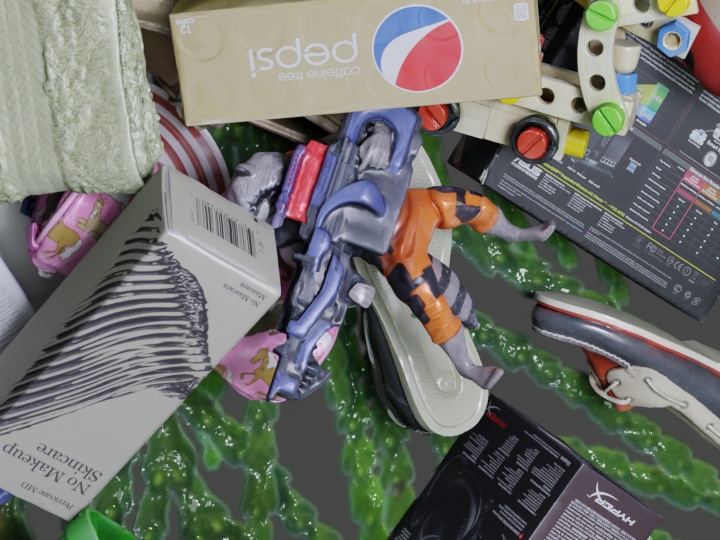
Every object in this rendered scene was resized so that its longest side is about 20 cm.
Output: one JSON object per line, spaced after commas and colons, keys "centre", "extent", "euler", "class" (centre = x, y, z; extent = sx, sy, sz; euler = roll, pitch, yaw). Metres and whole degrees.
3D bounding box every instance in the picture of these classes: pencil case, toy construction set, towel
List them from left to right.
{"centre": [-0.191, -0.133, 1.159], "extent": [0.148, 0.036, 0.201], "euler": [-6, 101, 10], "class": "towel"}
{"centre": [-0.103, 0.001, 1.259], "extent": [0.200, 0.083, 0.086], "euler": [33, 127, -25], "class": "pencil case"}
{"centre": [0.096, -0.138, 1.264], "extent": [0.092, 0.200, 0.131], "euler": [-25, 133, -56], "class": "toy construction set"}

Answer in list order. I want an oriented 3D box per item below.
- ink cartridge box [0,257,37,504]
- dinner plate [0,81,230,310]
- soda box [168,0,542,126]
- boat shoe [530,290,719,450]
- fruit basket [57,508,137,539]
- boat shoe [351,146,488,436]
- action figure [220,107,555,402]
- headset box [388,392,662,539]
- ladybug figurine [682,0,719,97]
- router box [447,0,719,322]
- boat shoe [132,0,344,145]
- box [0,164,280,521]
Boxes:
{"centre": [-0.246, 0.044, 1.241], "extent": [0.119, 0.042, 0.200], "euler": [-34, 111, -9], "class": "ink cartridge box"}
{"centre": [-0.172, -0.025, 1.283], "extent": [0.200, 0.024, 0.201], "euler": [-5, 106, -18], "class": "dinner plate"}
{"centre": [-0.001, -0.128, 1.176], "extent": [0.199, 0.064, 0.068], "euler": [-5, 113, 6], "class": "soda box"}
{"centre": [0.190, 0.068, 1.416], "extent": [0.200, 0.071, 0.063], "euler": [23, 99, -28], "class": "boat shoe"}
{"centre": [-0.092, 0.230, 1.239], "extent": [0.215, 0.156, 0.216], "euler": [-2, 76, 8], "class": "fruit basket"}
{"centre": [0.022, 0.006, 1.338], "extent": [0.072, 0.068, 0.201], "euler": [-16, 96, -23], "class": "boat shoe"}
{"centre": [0.000, 0.000, 1.246], "extent": [0.193, 0.105, 0.200], "euler": [30, 76, -15], "class": "action figure"}
{"centre": [0.080, 0.197, 1.365], "extent": [0.077, 0.149, 0.200], "euler": [34, 90, -23], "class": "headset box"}
{"centre": [0.234, -0.170, 1.316], "extent": [0.072, 0.200, 0.136], "euler": [-33, 121, 30], "class": "ladybug figurine"}
{"centre": [0.176, -0.081, 1.372], "extent": [0.200, 0.062, 0.150], "euler": [31, 93, -24], "class": "router box"}
{"centre": [-0.082, -0.117, 1.254], "extent": [0.200, 0.072, 0.065], "euler": [17, 73, -23], "class": "boat shoe"}
{"centre": [-0.135, 0.042, 1.182], "extent": [0.082, 0.068, 0.200], "euler": [29, 117, -26], "class": "box"}
